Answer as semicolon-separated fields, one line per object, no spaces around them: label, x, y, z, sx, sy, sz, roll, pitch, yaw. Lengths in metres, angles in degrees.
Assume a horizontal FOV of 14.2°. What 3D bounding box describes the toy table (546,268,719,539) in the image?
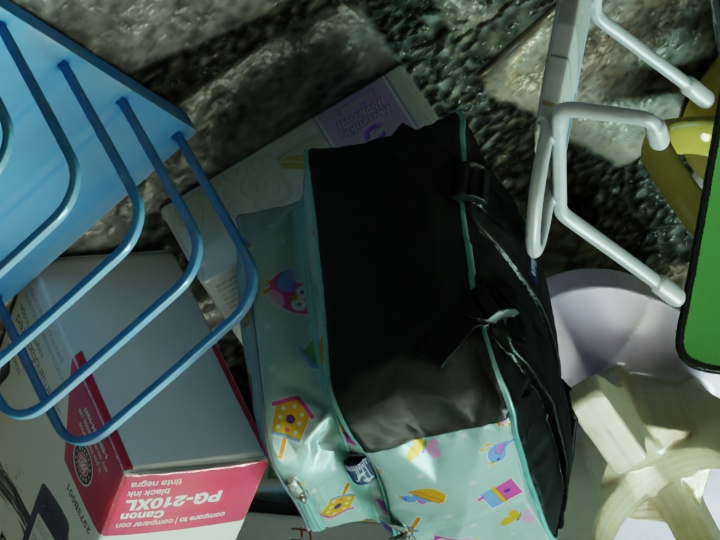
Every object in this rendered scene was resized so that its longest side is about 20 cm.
toy table;0.157;0.103;1.531;0.184;0.117;0.200;-42;116;17

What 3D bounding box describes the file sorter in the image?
file sorter;-0.161;-0.021;1.302;0.139;0.123;0.200;-40;145;14

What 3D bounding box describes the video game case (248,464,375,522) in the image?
video game case;-0.018;0.144;1.604;0.182;0.022;0.200;-6;155;33

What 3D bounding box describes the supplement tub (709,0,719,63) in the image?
supplement tub;0.217;-0.148;1.326;0.122;0.123;0.200;-26;140;-7

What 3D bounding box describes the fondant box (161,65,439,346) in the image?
fondant box;0.000;0.000;1.507;0.144;0.058;0.200;-31;146;-1

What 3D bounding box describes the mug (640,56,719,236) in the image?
mug;0.259;-0.042;1.566;0.186;0.153;0.150;-28;146;-4

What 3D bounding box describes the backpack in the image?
backpack;0.025;0.049;1.389;0.153;0.176;0.200;-19;145;11

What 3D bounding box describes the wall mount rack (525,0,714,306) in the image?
wall mount rack;0.128;-0.080;1.388;0.074;0.201;0.174;8;154;10

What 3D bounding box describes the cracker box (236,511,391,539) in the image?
cracker box;-0.005;0.198;1.489;0.199;0.134;0.058;1;166;32

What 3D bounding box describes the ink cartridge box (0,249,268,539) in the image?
ink cartridge box;-0.133;0.111;1.466;0.084;0.145;0.200;-4;137;-29

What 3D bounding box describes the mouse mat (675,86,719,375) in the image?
mouse mat;0.253;-0.034;1.482;0.160;0.201;0.008;11;175;-5
